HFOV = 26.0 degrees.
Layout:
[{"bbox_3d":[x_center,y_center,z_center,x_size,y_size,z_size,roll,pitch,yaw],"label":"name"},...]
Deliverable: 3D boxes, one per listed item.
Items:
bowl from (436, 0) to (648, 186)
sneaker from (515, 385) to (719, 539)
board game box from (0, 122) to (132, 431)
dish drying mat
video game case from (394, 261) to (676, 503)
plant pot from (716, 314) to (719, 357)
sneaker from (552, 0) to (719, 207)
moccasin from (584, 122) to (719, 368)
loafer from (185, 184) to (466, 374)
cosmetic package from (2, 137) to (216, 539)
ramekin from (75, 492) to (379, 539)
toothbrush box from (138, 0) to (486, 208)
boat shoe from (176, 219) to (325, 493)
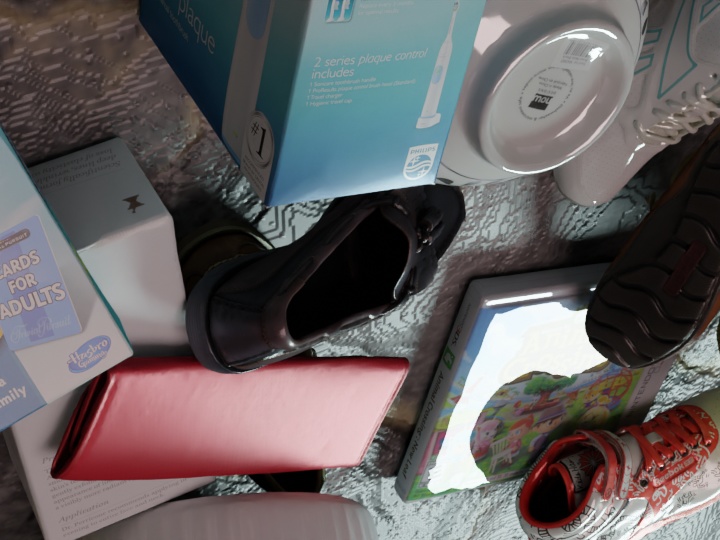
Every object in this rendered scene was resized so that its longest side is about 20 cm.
[{"bbox_3d":[0.074,-0.109,0.769,0.199,0.094,0.202,-20,139,-19],"label":"bowl"},{"bbox_3d":[0.198,0.133,1.085,0.201,0.067,0.108,-36,144,4],"label":"sneaker"},{"bbox_3d":[-0.206,-0.015,0.631,0.150,0.047,0.201,-30,114,-7],"label":"board game box"},{"bbox_3d":[-0.062,0.074,0.803,0.199,0.018,0.077,2,122,-44],"label":"dish drying mat"},{"bbox_3d":[0.131,0.071,1.044,0.199,0.022,0.183,-7,132,-31],"label":"video game case"},{"bbox_3d":[0.358,0.046,0.990,0.198,0.196,0.195,5,132,-2],"label":"plant pot"},{"bbox_3d":[0.176,-0.109,0.855,0.070,0.080,0.201,7,126,-42],"label":"sneaker"},{"bbox_3d":[0.196,-0.020,0.932,0.078,0.073,0.202,-44,159,-49],"label":"moccasin"},{"bbox_3d":[0.000,0.000,0.791,0.199,0.063,0.072,-30,109,-43],"label":"loafer"},{"bbox_3d":[-0.139,0.041,0.781,0.101,0.074,0.201,-21,136,-18],"label":"cosmetic package"},{"bbox_3d":[-0.076,0.192,0.896,0.199,0.099,0.201,-6,162,-2],"label":"ramekin"},{"bbox_3d":[-0.015,-0.151,0.623,0.085,0.147,0.201,-9,134,-29],"label":"toothbrush box"},{"bbox_3d":[-0.051,0.056,0.860,0.072,0.068,0.201,-28,140,-9],"label":"boat shoe"}]
